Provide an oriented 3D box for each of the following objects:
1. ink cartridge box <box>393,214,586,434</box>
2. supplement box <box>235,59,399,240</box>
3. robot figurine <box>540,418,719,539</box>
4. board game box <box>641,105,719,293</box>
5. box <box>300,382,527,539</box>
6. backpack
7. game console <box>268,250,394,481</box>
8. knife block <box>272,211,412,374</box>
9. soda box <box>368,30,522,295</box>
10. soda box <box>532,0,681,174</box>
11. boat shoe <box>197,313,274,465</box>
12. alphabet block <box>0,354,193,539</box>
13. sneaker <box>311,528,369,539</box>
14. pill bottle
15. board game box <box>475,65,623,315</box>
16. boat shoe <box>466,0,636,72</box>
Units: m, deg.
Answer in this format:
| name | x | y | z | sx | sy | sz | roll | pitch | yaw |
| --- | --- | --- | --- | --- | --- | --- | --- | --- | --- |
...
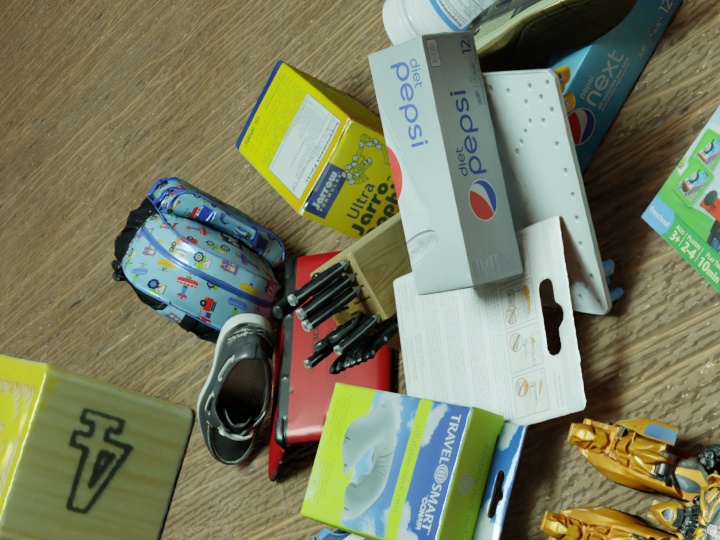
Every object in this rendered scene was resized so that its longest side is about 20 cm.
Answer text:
| name | x | y | z | sx | sy | sz | roll | pitch | yaw |
| --- | --- | --- | --- | --- | --- | --- | --- | --- | --- |
| ink cartridge box | 0.115 | 0.060 | 1.154 | 0.199 | 0.050 | 0.163 | -22 | 68 | 44 |
| supplement box | -0.033 | -0.123 | 1.438 | 0.110 | 0.109 | 0.200 | -60 | 33 | 12 |
| robot figurine | 0.217 | 0.172 | 0.960 | 0.199 | 0.058 | 0.147 | 9 | 81 | 57 |
| board game box | 0.307 | -0.079 | 0.993 | 0.201 | 0.036 | 0.152 | -57 | 35 | 16 |
| box | 0.039 | 0.167 | 1.141 | 0.199 | 0.047 | 0.124 | 3 | 75 | 50 |
| backpack | -0.164 | -0.002 | 1.468 | 0.136 | 0.181 | 0.200 | -61 | 19 | 3 |
| game console | -0.031 | 0.096 | 1.395 | 0.170 | 0.119 | 0.203 | -8 | 62 | 18 |
| knife block | 0.000 | 0.000 | 1.261 | 0.064 | 0.174 | 0.203 | -24 | 53 | 45 |
| soda box | 0.068 | -0.086 | 1.111 | 0.068 | 0.063 | 0.203 | -9 | 93 | 48 |
| soda box | 0.188 | -0.166 | 1.187 | 0.202 | 0.064 | 0.068 | -61 | 34 | 11 |
| boat shoe | -0.124 | 0.137 | 1.410 | 0.061 | 0.073 | 0.202 | -102 | 23 | -48 |
| alphabet block | -0.342 | 0.221 | 1.603 | 0.194 | 0.198 | 0.199 | -1 | 71 | 55 |
| sneaker | -0.026 | 0.283 | 1.239 | 0.199 | 0.074 | 0.083 | -34 | 44 | 31 |
| pill bottle | 0.115 | -0.280 | 1.312 | 0.199 | 0.111 | 0.114 | -32 | 47 | 42 |
| board game box | 0.125 | -0.070 | 1.152 | 0.199 | 0.026 | 0.202 | 9 | 119 | 56 |
| boat shoe | 0.147 | -0.215 | 1.149 | 0.199 | 0.073 | 0.066 | -21 | 60 | 48 |
